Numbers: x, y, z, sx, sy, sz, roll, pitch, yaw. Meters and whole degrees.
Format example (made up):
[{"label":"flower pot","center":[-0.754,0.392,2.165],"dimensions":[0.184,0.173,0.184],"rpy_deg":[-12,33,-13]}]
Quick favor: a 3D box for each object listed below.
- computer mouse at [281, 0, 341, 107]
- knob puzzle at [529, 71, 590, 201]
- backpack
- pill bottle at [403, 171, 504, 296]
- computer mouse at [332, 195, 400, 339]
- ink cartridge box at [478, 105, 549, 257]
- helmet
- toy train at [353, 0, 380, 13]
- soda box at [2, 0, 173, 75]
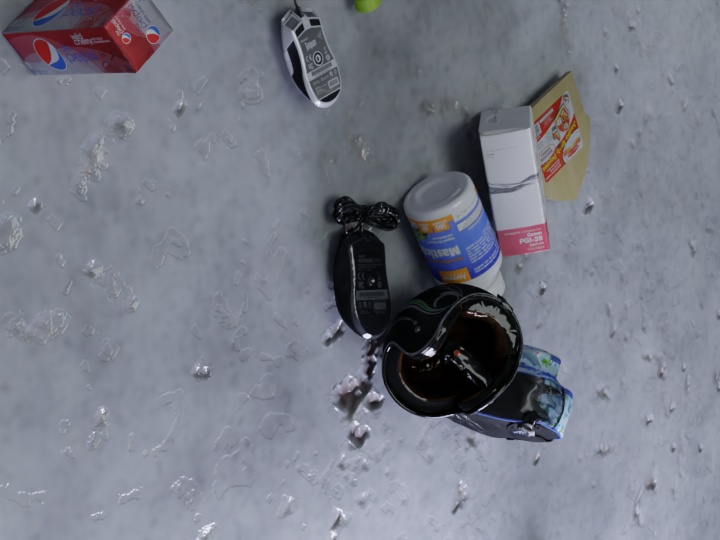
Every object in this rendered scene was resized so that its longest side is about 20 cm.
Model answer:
[{"label":"computer mouse","center":[-0.084,-0.312,1.763],"dimensions":[0.110,0.044,0.201],"rpy_deg":[-35,114,-44]},{"label":"knob puzzle","center":[0.325,-0.206,2.222],"dimensions":[0.219,0.030,0.221],"rpy_deg":[-8,100,-47]},{"label":"backpack","center":[0.241,0.192,2.080],"dimensions":[0.200,0.182,0.148],"rpy_deg":[35,67,-56]},{"label":"pill bottle","center":[0.149,-0.040,1.997],"dimensions":[0.112,0.112,0.201],"rpy_deg":[-47,126,-32]},{"label":"computer mouse","center":[0.000,0.000,1.894],"dimensions":[0.138,0.052,0.202],"rpy_deg":[6,80,-48]},{"label":"ink cartridge box","center":[0.241,-0.142,2.058],"dimensions":[0.147,0.082,0.201],"rpy_deg":[-71,152,-68]},{"label":"helmet","center":[0.128,0.117,1.938],"dimensions":[0.199,0.190,0.202],"rpy_deg":[4,81,-27]},{"label":"toy train","center":[-0.006,-0.401,1.812],"dimensions":[0.200,0.084,0.116],"rpy_deg":[-53,143,-28]},{"label":"soda box","center":[-0.297,-0.256,1.424],"dimensions":[0.070,0.199,0.064],"rpy_deg":[-54,129,-27]}]
